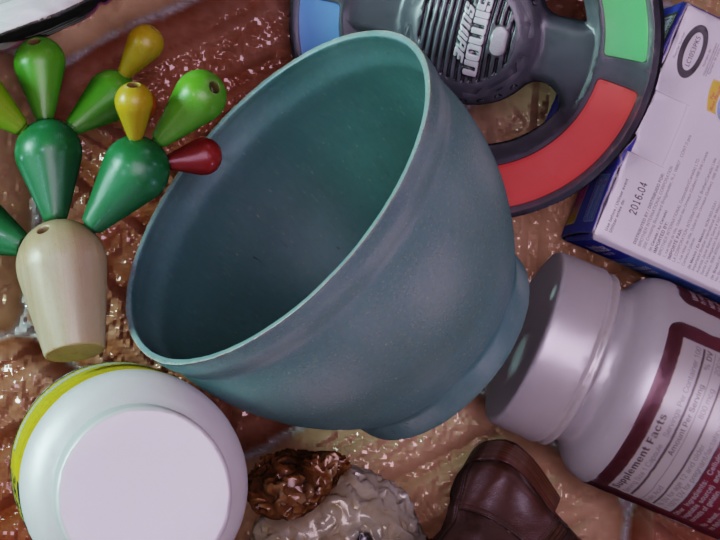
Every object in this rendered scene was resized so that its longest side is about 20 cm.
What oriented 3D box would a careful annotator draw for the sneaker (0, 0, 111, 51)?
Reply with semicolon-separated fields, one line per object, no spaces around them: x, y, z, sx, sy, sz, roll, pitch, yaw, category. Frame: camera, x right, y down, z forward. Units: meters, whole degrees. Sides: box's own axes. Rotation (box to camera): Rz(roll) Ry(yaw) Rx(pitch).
-0.212;-0.149;1.412;0.199;0.080;0.087;-19;92;-10;sneaker

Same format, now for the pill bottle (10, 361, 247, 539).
-0.113;0.102;1.365;0.110;0.200;0.112;0;89;-9;pill bottle

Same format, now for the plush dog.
-0.022;0.183;1.428;0.200;0.160;0.172;43;66;-40;plush dog

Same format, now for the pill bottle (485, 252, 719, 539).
0.173;0.074;1.457;0.199;0.114;0.115;24;86;-8;pill bottle

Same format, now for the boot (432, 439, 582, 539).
0.085;0.200;1.400;0.186;0.200;0.064;46;122;-6;boot

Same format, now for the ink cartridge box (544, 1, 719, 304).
0.197;-0.052;1.481;0.199;0.076;0.137;24;85;-10;ink cartridge box

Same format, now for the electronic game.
0.058;-0.125;1.439;0.199;0.042;0.201;3;102;16;electronic game

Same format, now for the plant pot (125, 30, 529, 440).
0.000;0.000;1.392;0.134;0.200;0.201;41;83;-30;plant pot

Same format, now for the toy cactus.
-0.156;-0.035;1.404;0.199;0.102;0.166;-11;73;4;toy cactus
